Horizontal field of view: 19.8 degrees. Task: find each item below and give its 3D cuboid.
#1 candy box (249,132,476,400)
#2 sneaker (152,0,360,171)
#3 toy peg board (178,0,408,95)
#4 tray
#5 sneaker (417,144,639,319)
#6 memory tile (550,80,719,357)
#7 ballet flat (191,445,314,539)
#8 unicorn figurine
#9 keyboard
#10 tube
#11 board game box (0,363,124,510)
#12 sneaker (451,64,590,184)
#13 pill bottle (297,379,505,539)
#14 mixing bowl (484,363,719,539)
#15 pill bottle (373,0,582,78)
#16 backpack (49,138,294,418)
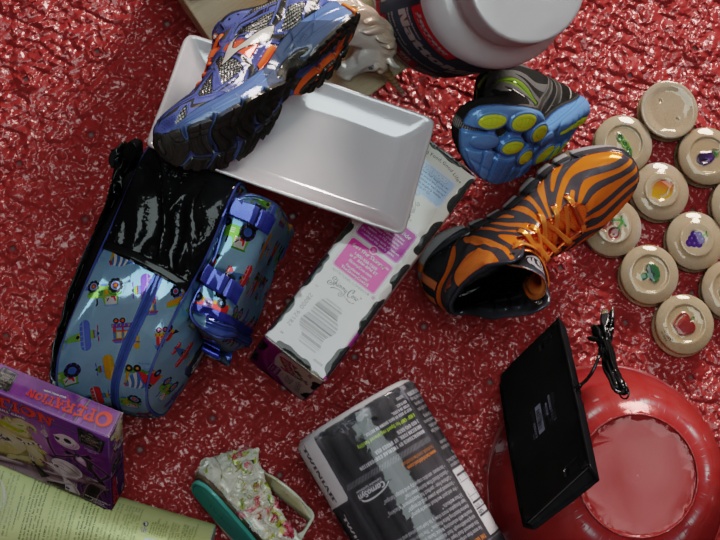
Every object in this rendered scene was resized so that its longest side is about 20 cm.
[{"bbox_3d":[0.000,0.000,1.605,0.061,0.136,0.200,36,78,-1],"label":"candy box"},{"bbox_3d":[-0.087,-0.143,1.500,0.078,0.075,0.200,35,51,15],"label":"sneaker"},{"bbox_3d":[-0.047,-0.232,1.679,0.200,0.098,0.200,-36,101,-11],"label":"toy peg board"},{"bbox_3d":[-0.051,-0.098,1.531,0.199,0.022,0.108,19,61,-5],"label":"tray"},{"bbox_3d":[0.146,-0.019,1.625,0.200,0.112,0.078,-34,114,0],"label":"sneaker"},{"bbox_3d":[0.261,-0.044,1.706,0.153,0.017,0.200,-35,85,-12],"label":"memory tile"},{"bbox_3d":[-0.051,0.217,1.593,0.064,0.076,0.200,-36,88,-28],"label":"ballet flat"},{"bbox_3d":[-0.054,-0.204,1.590,0.137,0.074,0.201,-22,100,-10],"label":"unicorn figurine"},{"bbox_3d":[0.159,0.101,1.567,0.021,0.200,0.127,34,115,-22],"label":"keyboard"},{"bbox_3d":[-0.212,0.196,1.591,0.199,0.052,0.058,13,36,-1],"label":"tube"},{"bbox_3d":[-0.271,0.107,1.543,0.199,0.120,0.032,21,53,9],"label":"board game box"},{"bbox_3d":[0.114,-0.122,1.633,0.083,0.199,0.071,39,114,14],"label":"sneaker"},{"bbox_3d":[0.044,0.194,1.587,0.106,0.106,0.201,-29,84,-11],"label":"pill bottle"},{"bbox_3d":[0.205,0.165,1.613,0.199,0.108,0.201,1,79,-7],"label":"mixing bowl"},{"bbox_3d":[0.091,-0.210,1.565,0.119,0.200,0.120,0,92,-16],"label":"pill bottle"},{"bbox_3d":[-0.149,0.024,1.559,0.134,0.183,0.201,22,80,7],"label":"backpack"}]
